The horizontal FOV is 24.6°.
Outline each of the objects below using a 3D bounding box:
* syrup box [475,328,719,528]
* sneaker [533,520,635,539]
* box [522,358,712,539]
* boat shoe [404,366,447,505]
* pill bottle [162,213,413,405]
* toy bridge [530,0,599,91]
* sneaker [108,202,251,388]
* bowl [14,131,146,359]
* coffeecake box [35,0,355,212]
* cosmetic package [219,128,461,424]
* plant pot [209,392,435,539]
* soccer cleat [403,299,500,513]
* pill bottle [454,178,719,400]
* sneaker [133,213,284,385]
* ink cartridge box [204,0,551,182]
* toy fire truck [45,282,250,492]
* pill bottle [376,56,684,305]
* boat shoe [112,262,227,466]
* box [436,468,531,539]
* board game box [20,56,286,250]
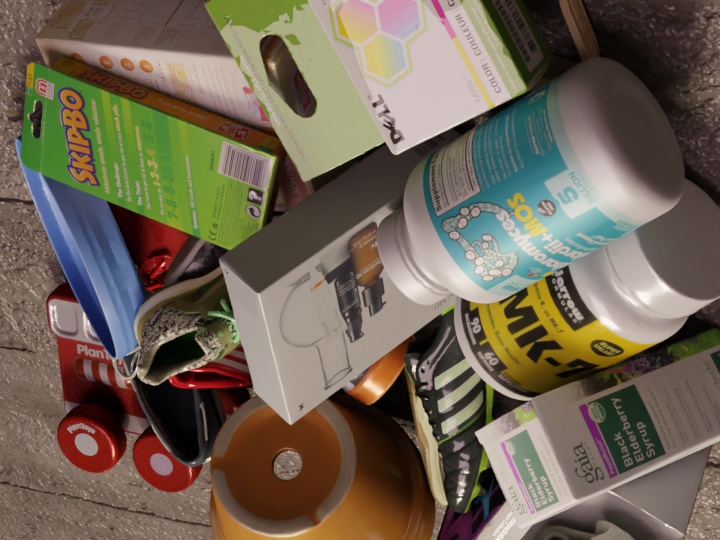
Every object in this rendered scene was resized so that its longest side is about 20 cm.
[{"bbox_3d":[0.192,0.115,1.221,0.081,0.199,0.079,-39,72,52],"label":"syrup box"},{"bbox_3d":[0.151,0.243,1.316,0.200,0.070,0.080,-27,110,41],"label":"sneaker"},{"bbox_3d":[0.194,0.182,1.368,0.097,0.125,0.200,30,144,-5],"label":"box"},{"bbox_3d":[0.083,0.137,1.429,0.066,0.072,0.201,-10,139,6],"label":"boat shoe"},{"bbox_3d":[-0.054,0.028,1.352,0.200,0.106,0.106,36,143,-11],"label":"pill bottle"},{"bbox_3d":[0.124,-0.132,1.112,0.067,0.027,0.200,18,142,10],"label":"toy bridge"},{"bbox_3d":[-0.152,0.023,1.399,0.200,0.116,0.078,36,143,-12],"label":"sneaker"},{"bbox_3d":[-0.227,-0.025,1.364,0.201,0.039,0.201,58,164,28],"label":"bowl"},{"bbox_3d":[-0.120,-0.128,1.232,0.199,0.073,0.154,9,140,24],"label":"coffeecake box"},{"bbox_3d":[0.000,0.000,1.208,0.052,0.200,0.151,40,155,33],"label":"cosmetic package"},{"bbox_3d":[-0.047,0.188,1.419,0.199,0.201,0.183,15,163,17],"label":"plant pot"},{"bbox_3d":[0.074,0.097,1.329,0.081,0.068,0.201,5,105,4],"label":"soccer cleat"},{"bbox_3d":[0.167,0.012,1.188,0.114,0.115,0.200,38,142,-14],"label":"pill bottle"},{"bbox_3d":[-0.094,0.033,1.248,0.200,0.089,0.077,-33,114,24],"label":"sneaker"},{"bbox_3d":[-0.002,-0.145,1.055,0.199,0.076,0.148,-25,101,26],"label":"ink cartridge box"},{"bbox_3d":[-0.199,0.102,1.546,0.199,0.112,0.169,10,122,21],"label":"toy fire truck"},{"bbox_3d":[0.106,-0.049,1.094,0.200,0.111,0.111,-31,116,33],"label":"pill bottle"},{"bbox_3d":[-0.179,0.080,1.460,0.075,0.062,0.201,-19,90,11],"label":"boat shoe"},{"bbox_3d":[0.119,0.180,1.351,0.036,0.143,0.200,31,124,-5],"label":"box"},{"bbox_3d":[-0.154,-0.085,1.203,0.199,0.030,0.096,20,128,8],"label":"board game box"}]
